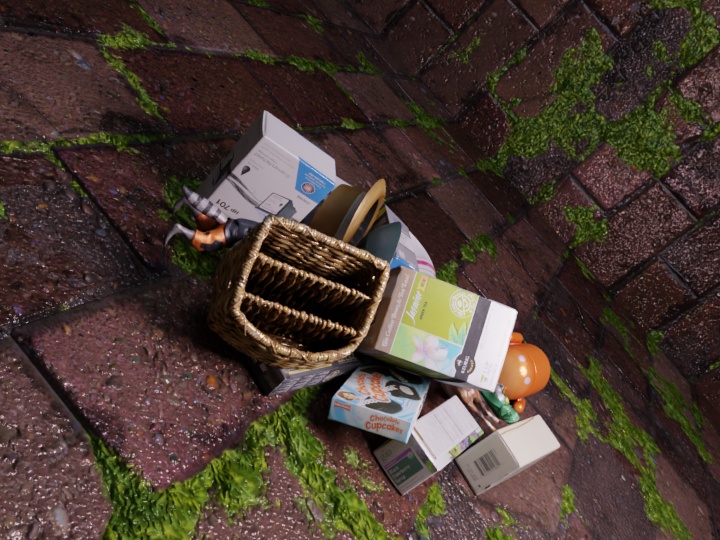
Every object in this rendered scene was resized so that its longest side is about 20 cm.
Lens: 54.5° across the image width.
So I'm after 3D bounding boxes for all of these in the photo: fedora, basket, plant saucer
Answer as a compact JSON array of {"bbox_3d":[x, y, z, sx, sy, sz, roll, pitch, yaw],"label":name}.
[{"bbox_3d":[-0.032,-0.082,1.195,0.082,0.201,0.201,31,24,7],"label":"fedora"},{"bbox_3d":[-0.081,0.042,0.912,0.200,0.149,0.143,24,56,-29],"label":"basket"},{"bbox_3d":[0.000,0.000,1.135,0.039,0.201,0.201,29,28,-10],"label":"plant saucer"}]

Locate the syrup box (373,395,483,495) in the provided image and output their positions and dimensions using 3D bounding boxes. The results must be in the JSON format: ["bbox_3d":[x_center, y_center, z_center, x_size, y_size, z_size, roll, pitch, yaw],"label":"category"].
[{"bbox_3d":[0.111,0.270,1.102,0.081,0.079,0.200,53,25,13],"label":"syrup box"}]

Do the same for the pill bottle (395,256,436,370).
[{"bbox_3d":[0.097,0.084,1.291,0.113,0.113,0.200,24,45,-40],"label":"pill bottle"}]

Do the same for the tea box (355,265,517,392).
[{"bbox_3d":[0.103,0.094,1.098,0.196,0.134,0.200,20,-10,-11],"label":"tea box"}]

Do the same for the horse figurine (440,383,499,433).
[{"bbox_3d":[0.191,0.222,1.270,0.133,0.050,0.200,52,-5,-1],"label":"horse figurine"}]

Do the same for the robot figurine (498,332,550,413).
[{"bbox_3d":[0.333,0.216,1.493,0.117,0.144,0.200,34,16,30],"label":"robot figurine"}]

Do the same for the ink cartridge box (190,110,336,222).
[{"bbox_3d":[-0.157,-0.132,1.132,0.146,0.200,0.086,32,30,-28],"label":"ink cartridge box"}]

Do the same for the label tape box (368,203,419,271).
[{"bbox_3d":[0.025,-0.030,1.290,0.063,0.144,0.200,32,29,-29],"label":"label tape box"}]

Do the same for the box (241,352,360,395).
[{"bbox_3d":[-0.104,0.098,1.055,0.161,0.049,0.200,53,25,19],"label":"box"}]

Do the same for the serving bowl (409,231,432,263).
[{"bbox_3d":[0.066,-0.034,1.499,0.200,0.066,0.200,37,27,-22],"label":"serving bowl"}]

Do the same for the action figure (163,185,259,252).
[{"bbox_3d":[-0.188,-0.043,1.040,0.193,0.105,0.200,18,14,-17],"label":"action figure"}]

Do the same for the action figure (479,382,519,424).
[{"bbox_3d":[0.238,0.210,1.304,0.200,0.055,0.118,63,-2,47],"label":"action figure"}]

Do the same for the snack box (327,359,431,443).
[{"bbox_3d":[0.034,0.191,1.049,0.116,0.037,0.200,15,12,11],"label":"snack box"}]

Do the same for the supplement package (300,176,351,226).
[{"bbox_3d":[-0.106,-0.125,1.296,0.200,0.120,0.121,29,30,-33],"label":"supplement package"}]

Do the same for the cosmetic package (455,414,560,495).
[{"bbox_3d":[0.264,0.323,1.240,0.200,0.104,0.073,4,49,-57],"label":"cosmetic package"}]
